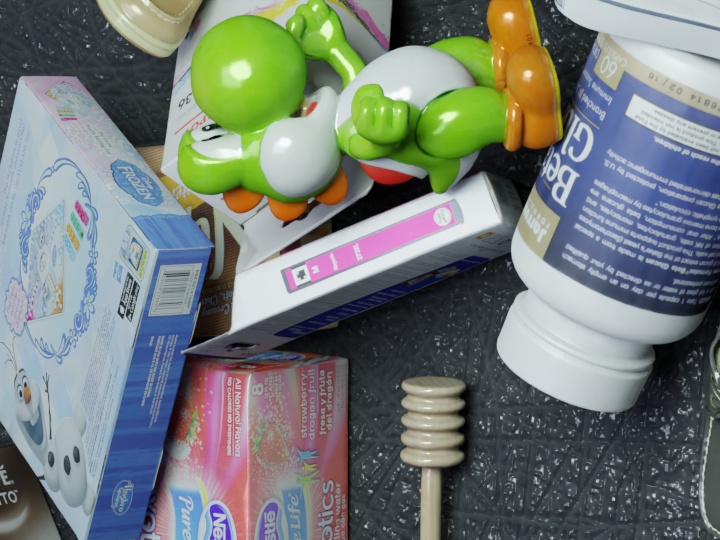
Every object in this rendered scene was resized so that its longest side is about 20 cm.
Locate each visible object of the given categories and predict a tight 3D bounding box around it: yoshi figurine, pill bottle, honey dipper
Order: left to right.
[{"bbox_3d":[-0.003,-0.097,1.466,0.199,0.112,0.113,-14,78,1],"label":"yoshi figurine"},{"bbox_3d":[0.042,0.162,1.641,0.038,0.038,0.201,6,101,37],"label":"honey dipper"},{"bbox_3d":[0.145,-0.032,1.493,0.111,0.111,0.201,34,114,30],"label":"pill bottle"}]

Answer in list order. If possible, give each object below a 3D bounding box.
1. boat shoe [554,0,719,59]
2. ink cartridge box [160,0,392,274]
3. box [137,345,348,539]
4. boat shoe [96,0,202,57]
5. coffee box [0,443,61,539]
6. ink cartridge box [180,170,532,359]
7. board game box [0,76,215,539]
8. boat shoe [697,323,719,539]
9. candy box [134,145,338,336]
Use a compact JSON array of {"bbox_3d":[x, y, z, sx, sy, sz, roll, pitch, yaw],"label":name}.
[{"bbox_3d":[0.198,-0.141,1.413,0.199,0.074,0.066,8,123,-5],"label":"boat shoe"},{"bbox_3d":[-0.046,-0.108,1.596,0.116,0.067,0.201,-33,38,34],"label":"ink cartridge box"},{"bbox_3d":[-0.072,0.150,1.687,0.102,0.094,0.201,5,98,37],"label":"box"},{"bbox_3d":[-0.106,-0.204,1.639,0.063,0.073,0.201,-37,32,34],"label":"boat shoe"},{"bbox_3d":[-0.239,0.220,1.811,0.080,0.113,0.201,-31,76,35],"label":"coffee box"},{"bbox_3d":[0.000,0.000,1.582,0.199,0.095,0.037,-25,79,17],"label":"ink cartridge box"},{"bbox_3d":[-0.164,0.021,1.670,0.199,0.043,0.201,48,131,45],"label":"board game box"},{"bbox_3d":[0.209,0.051,1.480,0.072,0.066,0.202,27,110,32],"label":"boat shoe"},{"bbox_3d":[-0.109,-0.018,1.725,0.199,0.055,0.116,-3,92,37],"label":"candy box"}]
